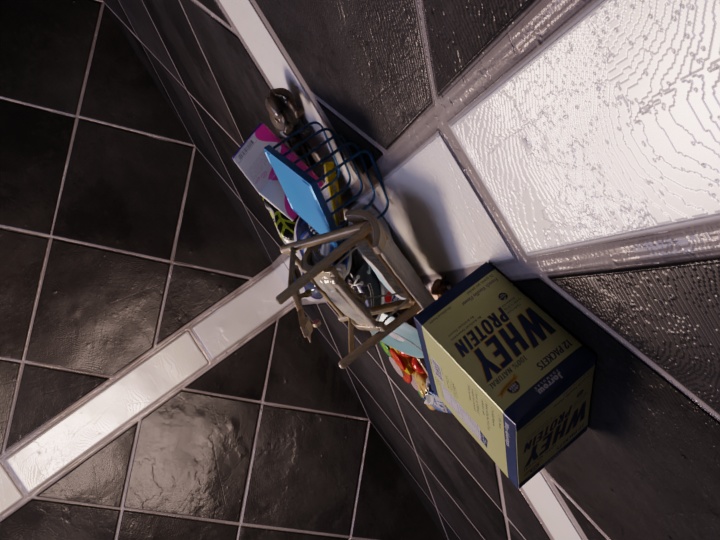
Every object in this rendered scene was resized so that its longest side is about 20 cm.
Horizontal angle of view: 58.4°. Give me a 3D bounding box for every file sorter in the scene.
[{"bbox_3d":[-0.058,-0.157,1.120,0.200,0.121,0.141,40,160,50],"label":"file sorter"}]

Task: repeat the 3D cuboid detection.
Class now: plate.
[{"bbox_3d":[0.080,0.141,1.354,0.196,0.026,0.201,27,164,8],"label":"plate"}]

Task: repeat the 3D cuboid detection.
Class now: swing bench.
[{"bbox_3d":[-0.001,0.023,1.037,0.200,0.197,0.132,51,-157,-35],"label":"swing bench"}]

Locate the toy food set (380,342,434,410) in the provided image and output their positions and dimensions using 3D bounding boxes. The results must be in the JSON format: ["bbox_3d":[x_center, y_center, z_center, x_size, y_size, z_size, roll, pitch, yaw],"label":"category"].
[{"bbox_3d":[0.124,0.238,1.569,0.203,0.048,0.197,60,167,-15],"label":"toy food set"}]

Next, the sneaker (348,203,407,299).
[{"bbox_3d":[0.038,-0.027,1.196,0.203,0.073,0.082,60,172,8],"label":"sneaker"}]

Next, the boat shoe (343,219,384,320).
[{"bbox_3d":[0.000,0.000,1.229,0.073,0.059,0.206,-13,78,45],"label":"boat shoe"}]

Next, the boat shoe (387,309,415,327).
[{"bbox_3d":[0.059,0.091,1.411,0.071,0.070,0.199,59,166,-23],"label":"boat shoe"}]

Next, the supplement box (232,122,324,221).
[{"bbox_3d":[-0.170,-0.202,1.303,0.103,0.101,0.200,40,-174,-37],"label":"supplement box"}]

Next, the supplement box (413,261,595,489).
[{"bbox_3d":[0.193,0.143,0.873,0.200,0.133,0.202,46,164,38],"label":"supplement box"}]

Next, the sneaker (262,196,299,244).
[{"bbox_3d":[-0.166,-0.121,1.398,0.077,0.073,0.203,83,172,-52],"label":"sneaker"}]

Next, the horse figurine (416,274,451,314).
[{"bbox_3d":[0.143,0.091,1.132,0.134,0.049,0.200,55,167,4],"label":"horse figurine"}]

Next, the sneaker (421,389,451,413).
[{"bbox_3d":[0.184,0.253,1.367,0.076,0.077,0.201,30,162,10],"label":"sneaker"}]

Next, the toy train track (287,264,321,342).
[{"bbox_3d":[-0.099,0.045,1.134,0.201,0.032,0.117,-111,3,-58],"label":"toy train track"}]

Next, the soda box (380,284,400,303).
[{"bbox_3d":[0.011,-0.005,1.326,0.200,0.062,0.070,46,142,41],"label":"soda box"}]

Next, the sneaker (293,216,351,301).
[{"bbox_3d":[-0.062,-0.055,1.222,0.146,0.079,0.205,-40,45,45],"label":"sneaker"}]

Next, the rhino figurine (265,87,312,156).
[{"bbox_3d":[-0.138,-0.284,1.259,0.088,0.059,0.200,51,172,15],"label":"rhino figurine"}]

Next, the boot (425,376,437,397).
[{"bbox_3d":[0.177,0.198,1.160,0.074,0.095,0.200,54,167,6],"label":"boot"}]

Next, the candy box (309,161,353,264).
[{"bbox_3d":[-0.060,-0.113,1.299,0.102,0.026,0.206,10,113,65],"label":"candy box"}]
